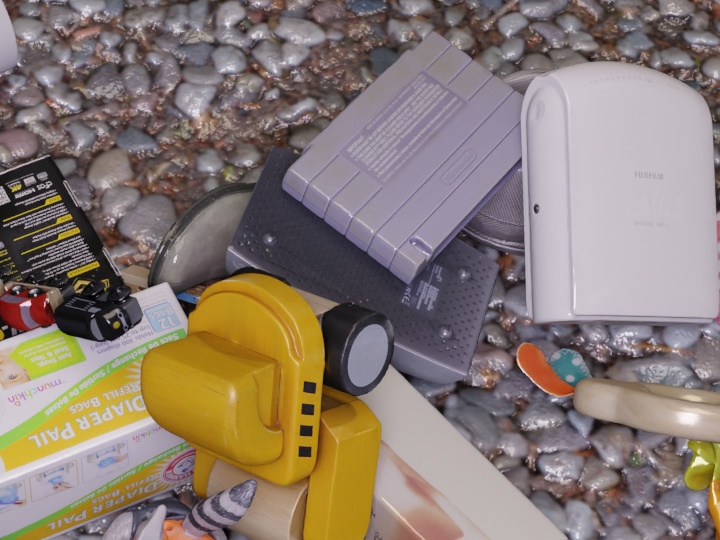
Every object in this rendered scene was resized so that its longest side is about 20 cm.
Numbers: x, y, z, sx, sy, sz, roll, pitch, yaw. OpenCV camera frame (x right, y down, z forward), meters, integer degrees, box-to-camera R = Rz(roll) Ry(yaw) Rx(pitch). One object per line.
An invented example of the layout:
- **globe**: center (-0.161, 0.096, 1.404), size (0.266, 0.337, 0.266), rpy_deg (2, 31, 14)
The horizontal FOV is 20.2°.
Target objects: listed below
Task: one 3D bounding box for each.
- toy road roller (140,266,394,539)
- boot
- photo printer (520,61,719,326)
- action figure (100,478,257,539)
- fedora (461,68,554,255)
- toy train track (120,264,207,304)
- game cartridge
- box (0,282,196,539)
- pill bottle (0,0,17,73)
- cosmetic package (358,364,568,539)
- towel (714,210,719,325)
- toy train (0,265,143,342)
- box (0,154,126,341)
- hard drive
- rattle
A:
- **toy road roller**: center (-0.073, 0.101, 1.331), size (0.122, 0.202, 0.145), rpy_deg (19, 24, 35)
- **boot**: center (-0.057, -0.011, 1.548), size (0.130, 0.068, 0.199), rpy_deg (38, 43, 20)
- **photo printer**: center (0.200, -0.059, 1.552), size (0.165, 0.069, 0.202), rpy_deg (3, 83, -34)
- **action figure**: center (-0.096, 0.193, 1.351), size (0.198, 0.193, 0.106), rpy_deg (13, 81, -22)
- **fedora**: center (0.151, -0.102, 1.642), size (0.198, 0.091, 0.178), rpy_deg (-8, 56, -13)
- **toy train track**: center (-0.093, 0.039, 1.540), size (0.198, 0.033, 0.115), rpy_deg (17, 20, 16)
- **game cartridge**: center (0.044, -0.090, 1.535), size (0.129, 0.039, 0.200), rpy_deg (35, 53, 14)
- **box**: center (-0.204, 0.108, 1.440), size (0.198, 0.102, 0.113), rpy_deg (-21, 58, -20)
- **pill bottle**: center (-0.380, -0.164, 1.610), size (0.199, 0.113, 0.113), rpy_deg (-27, 61, -23)
- **cosmetic package**: center (0.041, 0.168, 1.426), size (0.087, 0.104, 0.200), rpy_deg (-33, 63, -28)
- **towel**: center (0.347, 0.023, 1.617), size (0.145, 0.030, 0.200), rpy_deg (-26, 59, -23)
- **toy train**: center (-0.230, 0.024, 1.425), size (0.199, 0.034, 0.046), rpy_deg (8, 39, 43)
- **box**: center (-0.290, 0.014, 1.531), size (0.199, 0.050, 0.160), rpy_deg (-23, 62, -20)
- **hard drive**: center (0.000, 0.000, 1.511), size (0.199, 0.042, 0.135), rpy_deg (28, 45, -7)
- **rattle**: center (0.208, 0.140, 1.512), size (0.198, 0.144, 0.130), rpy_deg (6, 19, 17)
